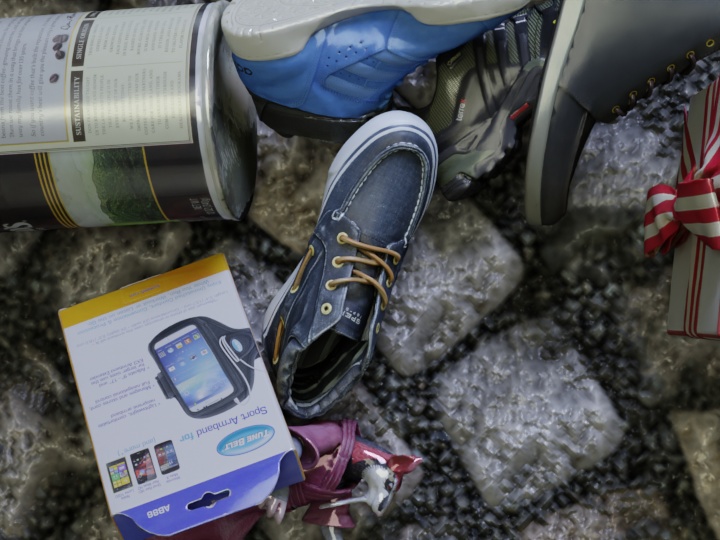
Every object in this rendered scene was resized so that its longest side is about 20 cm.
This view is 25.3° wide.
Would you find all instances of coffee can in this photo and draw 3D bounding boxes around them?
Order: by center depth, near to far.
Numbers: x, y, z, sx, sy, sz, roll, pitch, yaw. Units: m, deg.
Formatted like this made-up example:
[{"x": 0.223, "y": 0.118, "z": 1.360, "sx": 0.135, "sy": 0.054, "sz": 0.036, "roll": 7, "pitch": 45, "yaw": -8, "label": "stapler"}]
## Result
[{"x": -0.181, "y": -0.101, "z": 1.071, "sx": 0.199, "sy": 0.146, "sz": 0.147, "roll": -3, "pitch": 86, "yaw": 8, "label": "coffee can"}]

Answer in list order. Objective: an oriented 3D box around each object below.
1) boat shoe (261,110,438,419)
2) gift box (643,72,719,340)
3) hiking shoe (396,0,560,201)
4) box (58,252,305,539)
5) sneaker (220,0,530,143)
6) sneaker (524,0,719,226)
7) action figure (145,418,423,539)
[{"x": 0.000, "y": 0.000, "z": 1.037, "sx": 0.071, "sy": 0.091, "sz": 0.201, "roll": 19, "pitch": 113, "yaw": -19, "label": "boat shoe"}, {"x": 0.277, "y": -0.045, "z": 0.988, "sx": 0.186, "sy": 0.185, "sz": 0.201, "roll": 5, "pitch": 83, "yaw": 0, "label": "gift box"}, {"x": 0.095, "y": -0.147, "z": 1.068, "sx": 0.101, "sy": 0.076, "sz": 0.200, "roll": 40, "pitch": 94, "yaw": 6, "label": "hiking shoe"}, {"x": -0.114, "y": 0.086, "z": 1.020, "sx": 0.119, "sy": 0.042, "sz": 0.200, "roll": -19, "pitch": 50, "yaw": -5, "label": "box"}, {"x": 0.019, "y": -0.141, "z": 1.044, "sx": 0.199, "sy": 0.111, "sz": 0.077, "roll": -12, "pitch": 44, "yaw": 6, "label": "sneaker"}, {"x": 0.165, "y": -0.115, "z": 0.989, "sx": 0.106, "sy": 0.075, "sz": 0.201, "roll": 14, "pitch": 104, "yaw": 3, "label": "sneaker"}, {"x": -0.057, "y": 0.136, "z": 1.079, "sx": 0.199, "sy": 0.134, "sz": 0.149, "roll": -9, "pitch": 49, "yaw": 1, "label": "action figure"}]
